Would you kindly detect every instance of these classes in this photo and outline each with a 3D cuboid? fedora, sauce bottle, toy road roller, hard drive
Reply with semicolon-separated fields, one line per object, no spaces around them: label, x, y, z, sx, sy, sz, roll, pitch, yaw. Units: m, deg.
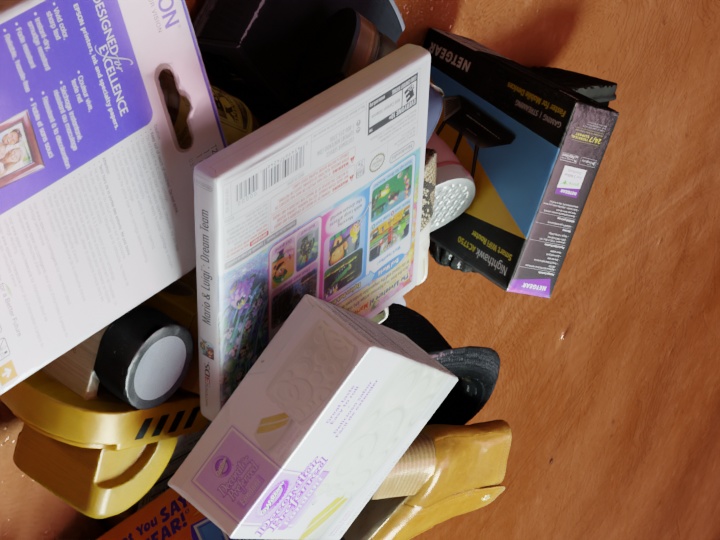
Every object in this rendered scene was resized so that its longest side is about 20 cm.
fedora;0.009;0.088;1.339;0.199;0.092;0.201;-23;152;-13
sauce bottle;-0.106;-0.089;1.088;0.065;0.064;0.200;-65;158;3
toy road roller;-0.144;0.071;1.090;0.199;0.122;0.147;-7;119;-54
hard drive;-0.036;-0.166;1.164;0.136;0.042;0.200;-62;153;-4

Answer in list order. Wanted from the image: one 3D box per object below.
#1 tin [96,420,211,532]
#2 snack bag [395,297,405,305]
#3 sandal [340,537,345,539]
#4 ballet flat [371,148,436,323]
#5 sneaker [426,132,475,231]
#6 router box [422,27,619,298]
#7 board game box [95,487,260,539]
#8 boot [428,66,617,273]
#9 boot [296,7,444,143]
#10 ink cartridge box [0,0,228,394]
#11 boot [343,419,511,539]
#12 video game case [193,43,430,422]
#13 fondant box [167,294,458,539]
tin;-0.139;0.115;1.237;0.112;0.042;0.201;-21;131;-48
snack bag;-0.035;0.058;1.390;0.189;0.021;0.200;-55;153;-18
sandal;-0.042;0.152;1.237;0.043;0.076;0.201;-29;131;-3
ballet flat;0.000;0.000;1.199;0.200;0.075;0.068;-42;-172;18
sneaker;-0.023;-0.057;1.271;0.199;0.105;0.076;-25;150;-8
router box;0.098;-0.086;1.303;0.051;0.200;0.150;9;106;-35
board game box;-0.098;0.295;1.224;0.199;0.200;0.201;-34;147;-11
boot;0.142;-0.093;1.504;0.210;0.079;0.159;-17;122;-42
boot;-0.007;-0.063;1.114;0.097;0.074;0.201;29;74;-32
ink cartridge box;-0.167;-0.060;0.944;0.199;0.043;0.199;-34;124;-30
boot;0.039;0.201;1.370;0.143;0.071;0.202;-3;136;-34
video game case;-0.028;-0.024;1.051;0.200;0.024;0.183;-35;140;-40
fondant box;-0.024;0.101;1.090;0.145;0.058;0.200;-54;159;4
